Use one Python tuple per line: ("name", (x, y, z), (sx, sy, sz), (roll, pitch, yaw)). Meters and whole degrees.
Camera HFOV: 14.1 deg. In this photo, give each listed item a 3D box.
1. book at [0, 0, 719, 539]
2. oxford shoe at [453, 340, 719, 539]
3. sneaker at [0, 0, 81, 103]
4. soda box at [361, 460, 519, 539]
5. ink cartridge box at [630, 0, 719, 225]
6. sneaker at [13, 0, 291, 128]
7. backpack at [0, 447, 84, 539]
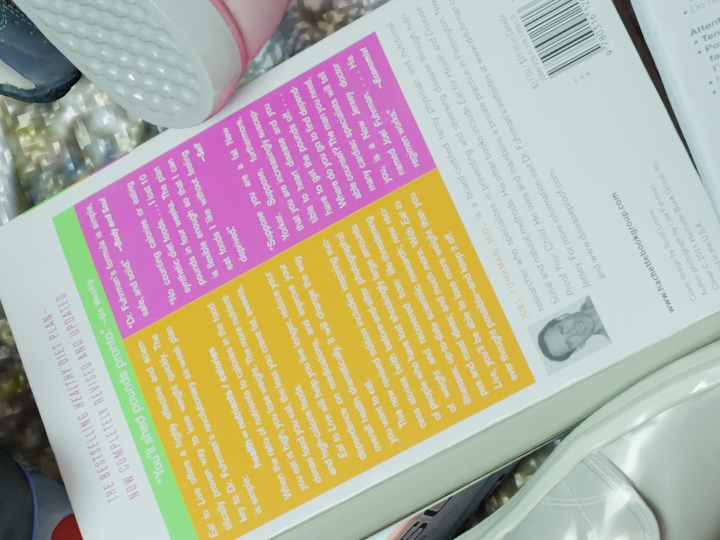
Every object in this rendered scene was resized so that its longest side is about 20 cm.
("book", (0.000, 0.000, 0.830), (0.199, 0.048, 0.134), (-28, 67, 11))
("oxford shoe", (0.069, 0.086, 0.825), (0.200, 0.075, 0.058), (-41, 51, 20))
("sneaker", (-0.141, -0.140, 0.873), (0.086, 0.078, 0.200), (-40, 92, 1))
("soda box", (0.002, 0.055, 0.880), (0.064, 0.068, 0.200), (44, 96, 16))
("ink cartridge box", (0.158, -0.096, 0.694), (0.196, 0.043, 0.200), (-24, 129, 3))
("sneaker", (-0.085, -0.145, 0.834), (0.200, 0.075, 0.105), (48, 59, -16))
("backpack", (-0.180, 0.109, 0.846), (0.190, 0.154, 0.201), (18, 92, 40))
